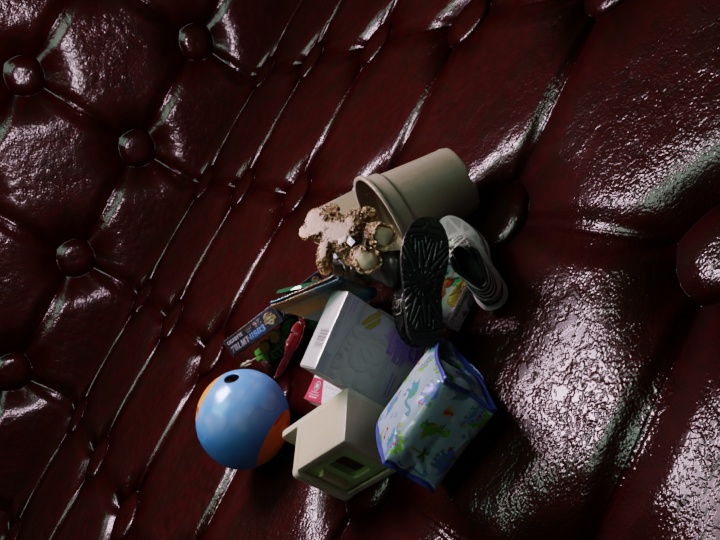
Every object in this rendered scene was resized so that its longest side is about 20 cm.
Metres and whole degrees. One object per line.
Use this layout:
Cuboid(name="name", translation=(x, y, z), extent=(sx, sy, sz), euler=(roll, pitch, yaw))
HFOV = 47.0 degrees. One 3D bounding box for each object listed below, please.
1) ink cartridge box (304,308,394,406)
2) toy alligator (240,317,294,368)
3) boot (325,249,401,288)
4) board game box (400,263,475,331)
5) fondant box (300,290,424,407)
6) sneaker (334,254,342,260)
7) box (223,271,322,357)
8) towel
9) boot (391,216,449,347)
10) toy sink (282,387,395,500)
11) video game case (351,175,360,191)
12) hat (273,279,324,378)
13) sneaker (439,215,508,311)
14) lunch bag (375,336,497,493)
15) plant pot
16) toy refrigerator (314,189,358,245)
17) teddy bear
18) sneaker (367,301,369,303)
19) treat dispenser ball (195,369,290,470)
Cuboid(name="ink cartridge box", translation=(-0.007, 0.178, 1.570), extent=(0.147, 0.085, 0.204), euler=(-1, 64, 60))
Cuboid(name="toy alligator", translation=(-0.210, 0.190, 1.951), extent=(0.200, 0.059, 0.055), euler=(-45, 71, 25))
Cuboid(name="boot", translation=(0.000, 0.000, 1.521), extent=(0.200, 0.127, 0.070), euler=(176, 93, -77))
Cuboid(name="board game box", translation=(0.146, 0.028, 1.509), extent=(0.128, 0.034, 0.199), euler=(-61, 26, -5))
Cuboid(name="fondant box", translation=(0.009, 0.146, 1.446), extent=(0.058, 0.198, 0.147), euler=(1, 63, 55))
Cuboid(name="sneaker", translation=(-0.036, -0.025, 1.720), extent=(0.201, 0.074, 0.116), euler=(-78, 14, -59))
Cuboid(name="box", translation=(-0.195, 0.101, 1.910), extent=(0.199, 0.050, 0.198), euler=(-36, 2, 37))
Cuboid(name="towel", translation=(-0.062, 0.050, 1.515), extent=(0.144, 0.199, 0.022), euler=(-23, 73, 17))
Cuboid(name="boot", translation=(0.097, 0.024, 1.383), extent=(0.158, 0.077, 0.217), euler=(121, 154, -88))
Cuboid(name="toy sink", translation=(-0.039, 0.315, 1.436), extent=(0.199, 0.129, 0.114), euler=(-37, 34, 36))
Cuboid(name="video game case", translation=(-0.015, -0.103, 1.881), extent=(0.185, 0.022, 0.201), euler=(-66, 19, 15))
Cuboid(name="hat", translation=(-0.082, 0.114, 1.673), extent=(0.199, 0.162, 0.181), euler=(-13, 86, 62))
Cuboid(name="sneaker", translation=(0.175, -0.037, 1.373), extent=(0.075, 0.116, 0.202), euler=(-33, 54, 6))
Cuboid(name="lunch bag", translation=(0.108, 0.212, 1.286), extent=(0.171, 0.126, 0.200), euler=(-54, 17, 11))
Cuboid(name="plant pot", translation=(0.113, -0.127, 1.540), extent=(0.181, 0.204, 0.200), euler=(-31, 24, -12))
Cuboid(name="toy refrigerator", translation=(-0.007, -0.109, 1.666), extent=(0.199, 0.069, 0.078), euler=(-32, -41, -50))
Cuboid(name="teddy bear", translation=(-0.019, -0.054, 1.479), extent=(0.196, 0.067, 0.148), euler=(3, 68, 36))
Cuboid(name="sneaker", translation=(-0.061, 0.105, 1.757), extent=(0.198, 0.075, 0.082), euler=(-23, 51, 52))
Cuboid(name="treat dispenser ball", translation=(-0.244, 0.308, 1.720), extent=(0.200, 0.199, 0.204), euler=(-40, 32, 32))
